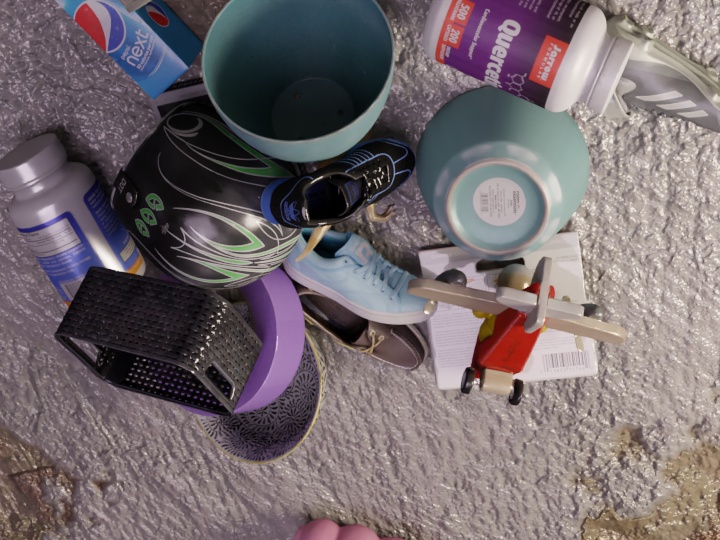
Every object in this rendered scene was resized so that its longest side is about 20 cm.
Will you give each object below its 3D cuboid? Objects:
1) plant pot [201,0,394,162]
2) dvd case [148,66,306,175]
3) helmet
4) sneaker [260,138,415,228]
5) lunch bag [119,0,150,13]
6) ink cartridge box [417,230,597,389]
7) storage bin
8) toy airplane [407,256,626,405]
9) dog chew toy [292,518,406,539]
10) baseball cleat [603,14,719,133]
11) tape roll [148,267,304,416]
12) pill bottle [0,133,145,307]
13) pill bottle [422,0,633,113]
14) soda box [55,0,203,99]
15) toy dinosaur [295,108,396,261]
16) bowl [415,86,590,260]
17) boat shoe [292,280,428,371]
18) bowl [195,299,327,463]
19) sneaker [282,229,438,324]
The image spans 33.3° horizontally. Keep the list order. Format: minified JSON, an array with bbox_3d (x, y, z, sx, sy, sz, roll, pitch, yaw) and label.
[{"bbox_3d":[-0.058,-0.196,1.281,0.198,0.202,0.135,4,160,7],"label":"plant pot"},{"bbox_3d":[-0.146,-0.134,1.415,0.149,0.025,0.201,-10,121,16],"label":"dvd case"},{"bbox_3d":[-0.159,-0.072,1.339,0.190,0.200,0.201,36,123,4],"label":"helmet"},{"bbox_3d":[-0.007,-0.090,1.285,0.078,0.199,0.071,13,123,53],"label":"sneaker"},{"bbox_3d":[-0.208,-0.378,1.213,0.199,0.118,0.165,-27,115,19],"label":"lunch bag"},{"bbox_3d":[0.180,0.047,1.462,0.198,0.045,0.178,-7,99,14],"label":"ink cartridge box"},{"bbox_3d":[-0.228,0.080,1.368,0.198,0.094,0.135,12,154,28],"label":"storage bin"},{"bbox_3d":[0.177,0.044,1.363,0.198,0.142,0.200,-17,134,28],"label":"toy airplane"},{"bbox_3d":[-0.003,0.416,1.692,0.199,0.125,0.125,27,124,2],"label":"dog chew toy"},{"bbox_3d":[0.323,-0.186,1.280,0.199,0.070,0.107,37,128,-2],"label":"baseball cleat"},{"bbox_3d":[-0.167,0.074,1.465,0.198,0.065,0.203,0,90,29],"label":"tape roll"},{"bbox_3d":[-0.352,-0.059,1.448,0.111,0.112,0.201,-17,118,20],"label":"pill bottle"},{"bbox_3d":[0.170,-0.234,1.219,0.198,0.113,0.113,25,125,10],"label":"pill bottle"},{"bbox_3d":[-0.268,-0.288,1.311,0.064,0.068,0.200,-35,111,28],"label":"soda box"},{"bbox_3d":[-0.010,-0.095,1.373,0.100,0.058,0.202,22,95,-28],"label":"toy dinosaur"},{"bbox_3d":[0.154,-0.091,1.334,0.198,0.105,0.203,5,121,8],"label":"bowl"},{"bbox_3d":[-0.002,0.069,1.499,0.199,0.060,0.072,37,121,-14],"label":"boat shoe"},{"bbox_3d":[-0.111,0.138,1.522,0.199,0.094,0.203,-1,89,30],"label":"bowl"},{"bbox_3d":[0.000,0.000,1.424,0.198,0.074,0.082,18,144,7],"label":"sneaker"}]
